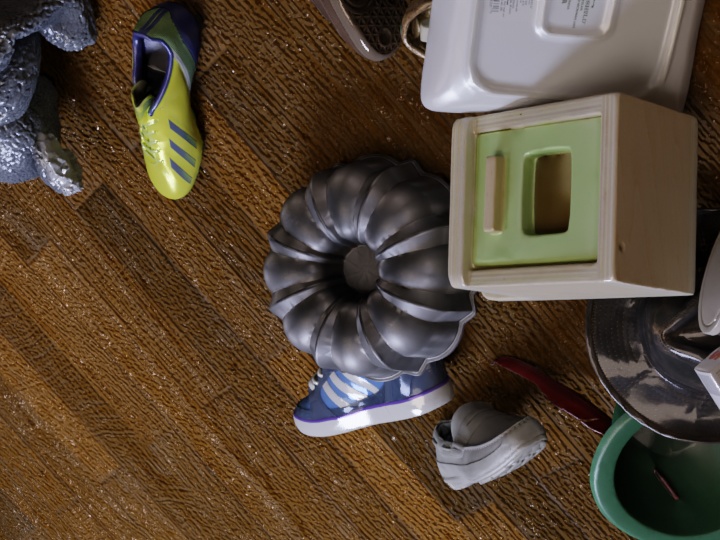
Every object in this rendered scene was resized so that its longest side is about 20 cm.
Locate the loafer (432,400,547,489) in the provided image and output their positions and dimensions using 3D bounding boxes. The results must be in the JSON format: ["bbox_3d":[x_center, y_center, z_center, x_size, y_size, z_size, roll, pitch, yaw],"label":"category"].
[{"bbox_3d":[0.109,0.153,1.124,0.070,0.070,0.200,63,158,7],"label":"loafer"}]

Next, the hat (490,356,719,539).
[{"bbox_3d":[0.254,0.116,1.079,0.199,0.176,0.166,32,111,-20],"label":"hat"}]

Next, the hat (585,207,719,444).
[{"bbox_3d":[0.267,0.043,0.919,0.199,0.081,0.202,1,93,10],"label":"hat"}]

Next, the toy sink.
[{"bbox_3d":[0.136,-0.048,0.925,0.199,0.112,0.131,-2,83,47],"label":"toy sink"}]

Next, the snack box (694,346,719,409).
[{"bbox_3d":[0.330,0.038,0.875,0.072,0.200,0.024,55,168,-10],"label":"snack box"}]

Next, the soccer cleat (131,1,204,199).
[{"bbox_3d":[-0.185,-0.147,1.135,0.064,0.084,0.201,21,129,18],"label":"soccer cleat"}]

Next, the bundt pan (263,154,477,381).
[{"bbox_3d":[0.000,0.000,1.067,0.201,0.076,0.203,2,94,26],"label":"bundt pan"}]

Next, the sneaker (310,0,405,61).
[{"bbox_3d":[-0.032,-0.257,0.992,0.075,0.070,0.201,-10,109,54],"label":"sneaker"}]

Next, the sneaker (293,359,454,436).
[{"bbox_3d":[-0.009,0.071,1.183,0.199,0.080,0.147,-16,100,44],"label":"sneaker"}]

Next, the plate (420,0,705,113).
[{"bbox_3d":[0.149,-0.191,0.864,0.199,0.032,0.201,3,123,-4],"label":"plate"}]

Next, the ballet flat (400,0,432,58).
[{"bbox_3d":[0.119,-0.173,0.940,0.199,0.065,0.071,9,122,27],"label":"ballet flat"}]

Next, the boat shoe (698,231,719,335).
[{"bbox_3d":[0.296,-0.039,0.857,0.062,0.201,0.073,25,174,-6],"label":"boat shoe"}]

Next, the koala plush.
[{"bbox_3d":[-0.348,-0.163,1.184,0.176,0.184,0.201,15,138,24],"label":"koala plush"}]
